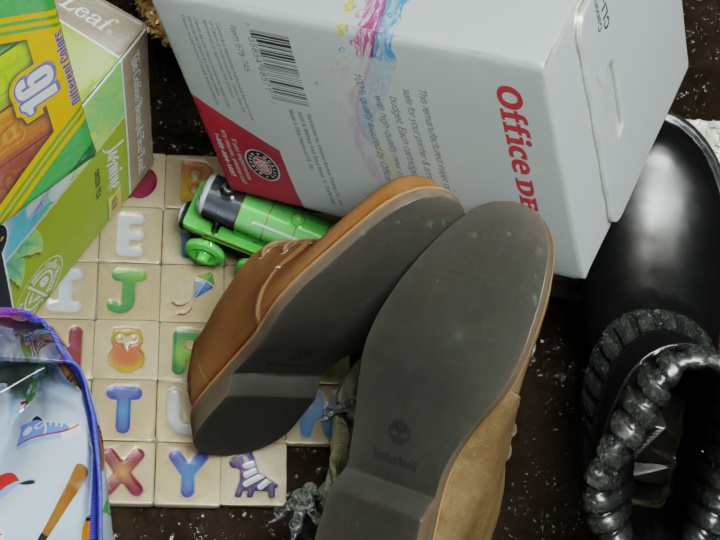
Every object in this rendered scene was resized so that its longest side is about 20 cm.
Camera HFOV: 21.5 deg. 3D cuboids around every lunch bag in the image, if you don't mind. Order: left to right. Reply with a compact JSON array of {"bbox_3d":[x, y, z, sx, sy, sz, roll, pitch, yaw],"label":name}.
[{"bbox_3d":[-0.166,0.137,0.829,0.123,0.170,0.201,6,64,-9],"label":"lunch bag"}]

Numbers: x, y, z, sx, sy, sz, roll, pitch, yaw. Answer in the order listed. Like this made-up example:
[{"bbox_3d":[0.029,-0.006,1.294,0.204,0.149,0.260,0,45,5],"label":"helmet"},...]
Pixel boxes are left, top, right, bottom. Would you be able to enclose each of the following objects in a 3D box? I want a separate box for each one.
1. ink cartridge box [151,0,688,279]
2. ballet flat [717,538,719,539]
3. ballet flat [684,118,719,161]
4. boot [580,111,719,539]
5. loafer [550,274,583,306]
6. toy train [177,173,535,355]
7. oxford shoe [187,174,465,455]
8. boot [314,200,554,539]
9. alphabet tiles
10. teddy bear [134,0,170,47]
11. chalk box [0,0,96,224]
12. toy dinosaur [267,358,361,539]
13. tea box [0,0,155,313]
[{"bbox_3d":[0.035,-0.112,0.884,0.199,0.146,0.145,16,58,25],"label":"ink cartridge box"},{"bbox_3d":[0.126,0.162,0.915,0.199,0.070,0.070,-1,63,-5],"label":"ballet flat"},{"bbox_3d":[0.162,-0.057,1.024,0.199,0.072,0.072,6,63,-3],"label":"ballet flat"},{"bbox_3d":[0.140,0.027,0.884,0.079,0.158,0.212,-1,91,6],"label":"boot"},{"bbox_3d":[0.105,-0.019,0.996,0.199,0.063,0.072,19,62,3],"label":"loafer"},{"bbox_3d":[0.000,0.000,0.973,0.199,0.056,0.042,21,62,0],"label":"toy train"},{"bbox_3d":[-0.027,0.008,0.895,0.071,0.200,0.072,12,49,-38],"label":"oxford shoe"},{"bbox_3d":[0.042,0.066,0.853,0.073,0.075,0.201,25,96,35],"label":"boot"},{"bbox_3d":[-0.088,0.027,0.983,0.165,0.006,0.201,2,63,-5],"label":"alphabet tiles"},{"bbox_3d":[-0.024,-0.161,1.052,0.199,0.067,0.146,19,60,3],"label":"teddy bear"},{"bbox_3d":[-0.230,-0.061,0.779,0.124,0.125,0.200,36,64,27],"label":"chalk box"},{"bbox_3d":[-0.009,0.107,0.909,0.047,0.088,0.201,0,62,11],"label":"toy dinosaur"},{"bbox_3d":[-0.236,-0.067,0.939,0.199,0.134,0.197,31,65,12],"label":"tea box"}]
